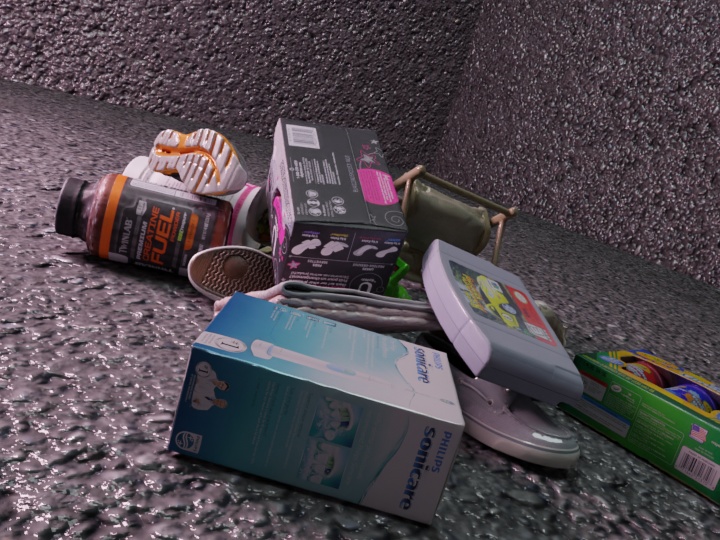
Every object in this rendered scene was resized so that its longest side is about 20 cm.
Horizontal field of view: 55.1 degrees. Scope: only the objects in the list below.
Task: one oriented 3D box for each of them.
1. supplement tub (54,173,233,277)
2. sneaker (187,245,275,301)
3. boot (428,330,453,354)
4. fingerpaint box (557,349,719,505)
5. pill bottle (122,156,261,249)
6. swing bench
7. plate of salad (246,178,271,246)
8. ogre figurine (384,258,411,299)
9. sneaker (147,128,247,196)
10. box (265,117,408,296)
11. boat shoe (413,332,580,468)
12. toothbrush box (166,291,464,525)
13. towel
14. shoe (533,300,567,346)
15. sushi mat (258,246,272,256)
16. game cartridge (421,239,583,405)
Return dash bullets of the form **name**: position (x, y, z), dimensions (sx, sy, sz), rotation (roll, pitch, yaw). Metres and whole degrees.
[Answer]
- **supplement tub**: position (-0.265, -0.056, 0.852), dimensions (0.199, 0.108, 0.107), rotation (12, 14, -14)
- **sneaker**: position (-0.111, 0.022, 0.842), dimensions (0.199, 0.073, 0.085), rotation (9, -19, -14)
- **boot**: position (0.134, 0.071, 0.833), dimensions (0.199, 0.073, 0.155), rotation (27, 7, -27)
- **fingerpaint box**: position (0.356, 0.163, 0.777), dimensions (0.166, 0.074, 0.200), rotation (4, 18, -42)
- **pill bottle**: position (-0.242, -0.093, 1.007), dimensions (0.199, 0.114, 0.113), rotation (18, 13, 8)
- **swing bench**: position (0.094, -0.057, 1.058), dimensions (0.198, 0.131, 0.200), rotation (19, -11, -31)
- **plate of salad**: position (-0.066, -0.095, 0.970), dimensions (0.199, 0.200, 0.048), rotation (0, 48, -49)
- **ogre figurine**: position (0.000, 0.000, 0.932), dimensions (0.098, 0.201, 0.120), rotation (-39, 47, -18)
- **sneaker**: position (-0.195, -0.134, 0.883), dimensions (0.077, 0.079, 0.200), rotation (26, 0, -44)
- **box**: position (-0.038, -0.072, 0.809), dimensions (0.131, 0.115, 0.201), rotation (4, 42, -16)
- **boat shoe**: position (0.125, 0.120, 0.676), dimensions (0.200, 0.072, 0.070), rotation (25, 16, 34)
- **toothbrush box**: position (-0.029, 0.099, 0.545), dimensions (0.199, 0.086, 0.146), rotation (15, 13, -3)
- **towel**: position (-0.033, 0.044, 0.730), dimensions (0.199, 0.032, 0.191), rotation (9, -11, -28)
- **shoe**: position (0.226, 0.062, 0.910), dimensions (0.070, 0.053, 0.200), rotation (40, 1, 41)
- **sushi mat**: position (-0.107, -0.024, 1.013), dimensions (0.095, 0.012, 0.200), rotation (3, 8, 7)
- **game cartridge**: position (0.131, 0.043, 0.691), dimensions (0.132, 0.041, 0.200), rotation (18, 28, -22)
